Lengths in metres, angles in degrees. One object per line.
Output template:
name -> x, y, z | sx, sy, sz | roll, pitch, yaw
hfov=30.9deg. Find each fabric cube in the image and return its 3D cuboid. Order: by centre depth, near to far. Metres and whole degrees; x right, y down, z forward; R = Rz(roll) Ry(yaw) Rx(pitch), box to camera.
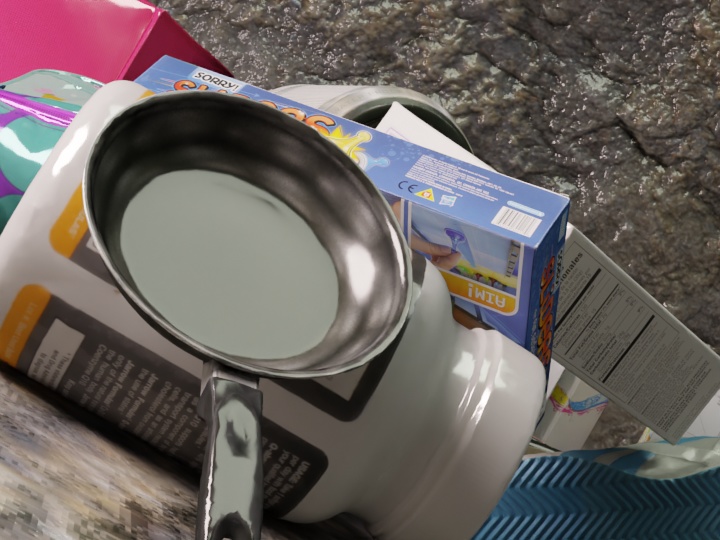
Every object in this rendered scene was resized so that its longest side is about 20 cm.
fabric cube -> -0.251, -0.142, 1.032 | 0.199, 0.197, 0.200 | 30, -1, 11

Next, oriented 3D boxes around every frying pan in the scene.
frying pan -> -0.025, 0.020, 0.403 | 0.114, 0.031, 0.191 | 1, 54, -33

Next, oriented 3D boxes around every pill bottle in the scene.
pill bottle -> -0.037, 0.025, 0.500 | 0.199, 0.117, 0.116 | 31, -1, -8

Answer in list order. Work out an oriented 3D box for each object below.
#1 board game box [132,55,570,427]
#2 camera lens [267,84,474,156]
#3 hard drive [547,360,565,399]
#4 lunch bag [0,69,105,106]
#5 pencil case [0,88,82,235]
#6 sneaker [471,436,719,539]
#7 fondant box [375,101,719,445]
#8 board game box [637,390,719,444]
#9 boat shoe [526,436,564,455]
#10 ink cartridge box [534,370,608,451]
board game box -> -0.009, -0.005, 0.583 | 0.199, 0.034, 0.136 | 22, -41, 22
camera lens -> -0.020, -0.055, 0.958 | 0.160, 0.161, 0.200 | 31, -8, -30
hard drive -> 0.052, 0.075, 1.057 | 0.199, 0.132, 0.027 | 31, -1, 10
lunch bag -> -0.160, -0.061, 0.832 | 0.199, 0.077, 0.160 | 25, 29, 10
pencil case -> -0.174, -0.060, 0.705 | 0.199, 0.093, 0.085 | 16, 34, 10
sneaker -> 0.148, 0.135, 0.741 | 0.199, 0.077, 0.081 | 0, 0, -11
fondant box -> 0.096, 0.005, 0.698 | 0.200, 0.058, 0.144 | 35, 5, -47
board game box -> 0.262, 0.149, 0.988 | 0.105, 0.103, 0.200 | 30, -1, 13
boat shoe -> 0.108, 0.139, 0.815 | 0.201, 0.074, 0.063 | 26, 7, 0
ink cartridge box -> 0.136, 0.087, 1.122 | 0.145, 0.201, 0.084 | 30, 0, 35
